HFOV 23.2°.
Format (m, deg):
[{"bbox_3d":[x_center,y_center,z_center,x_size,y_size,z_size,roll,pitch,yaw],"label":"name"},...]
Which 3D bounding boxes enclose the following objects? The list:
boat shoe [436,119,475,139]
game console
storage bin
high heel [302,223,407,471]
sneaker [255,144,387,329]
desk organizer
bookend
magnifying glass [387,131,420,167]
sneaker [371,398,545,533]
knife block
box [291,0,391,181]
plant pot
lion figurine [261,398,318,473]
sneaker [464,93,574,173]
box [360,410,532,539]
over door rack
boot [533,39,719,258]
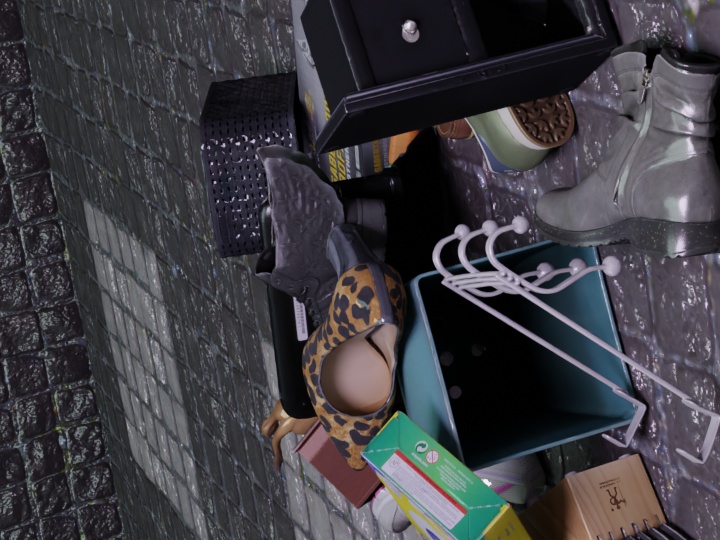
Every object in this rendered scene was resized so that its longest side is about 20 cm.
[{"bbox_3d":[0.045,-0.198,1.384,0.072,0.067,0.203,164,91,-71],"label":"boat shoe"},{"bbox_3d":[0.000,0.000,1.467,0.117,0.174,0.202,-120,22,-64],"label":"game console"},{"bbox_3d":[-0.100,-0.107,1.728,0.200,0.093,0.137,-89,-8,-71],"label":"storage bin"},{"bbox_3d":[0.002,0.080,1.290,0.143,0.070,0.202,-121,27,-66],"label":"high heel"},{"bbox_3d":[-0.036,0.005,1.364,0.060,0.103,0.202,-110,24,-66],"label":"sneaker"},{"bbox_3d":[0.017,0.148,1.587,0.077,0.072,0.200,42,-166,10],"label":"desk organizer"},{"bbox_3d":[0.043,-0.206,1.183,0.092,0.197,0.202,134,120,-71],"label":"bookend"},{"bbox_3d":[0.034,-0.074,1.530,0.079,0.022,0.202,16,120,17],"label":"magnifying glass"},{"bbox_3d":[0.082,0.190,1.489,0.089,0.081,0.200,54,141,4],"label":"sneaker"},{"bbox_3d":[0.192,0.234,1.283,0.200,0.063,0.177,122,131,-65],"label":"knife block"},{"bbox_3d":[-0.010,-0.161,1.599,0.158,0.048,0.202,-133,34,-54],"label":"box"},{"bbox_3d":[0.093,0.065,1.336,0.200,0.140,0.143,161,94,-74],"label":"plant pot"},{"bbox_3d":[-0.027,0.093,1.563,0.202,0.072,0.123,-62,-2,-5],"label":"lion figurine"},{"bbox_3d":[0.086,-0.162,1.291,0.202,0.066,0.090,67,155,14],"label":"sneaker"},{"bbox_3d":[0.078,0.189,1.270,0.117,0.048,0.200,39,171,34],"label":"box"},{"bbox_3d":[0.148,0.037,1.174,0.200,0.067,0.148,43,171,-8],"label":"over door rack"},{"bbox_3d":[0.176,-0.081,1.127,0.200,0.067,0.132,-170,75,-66],"label":"boot"}]
